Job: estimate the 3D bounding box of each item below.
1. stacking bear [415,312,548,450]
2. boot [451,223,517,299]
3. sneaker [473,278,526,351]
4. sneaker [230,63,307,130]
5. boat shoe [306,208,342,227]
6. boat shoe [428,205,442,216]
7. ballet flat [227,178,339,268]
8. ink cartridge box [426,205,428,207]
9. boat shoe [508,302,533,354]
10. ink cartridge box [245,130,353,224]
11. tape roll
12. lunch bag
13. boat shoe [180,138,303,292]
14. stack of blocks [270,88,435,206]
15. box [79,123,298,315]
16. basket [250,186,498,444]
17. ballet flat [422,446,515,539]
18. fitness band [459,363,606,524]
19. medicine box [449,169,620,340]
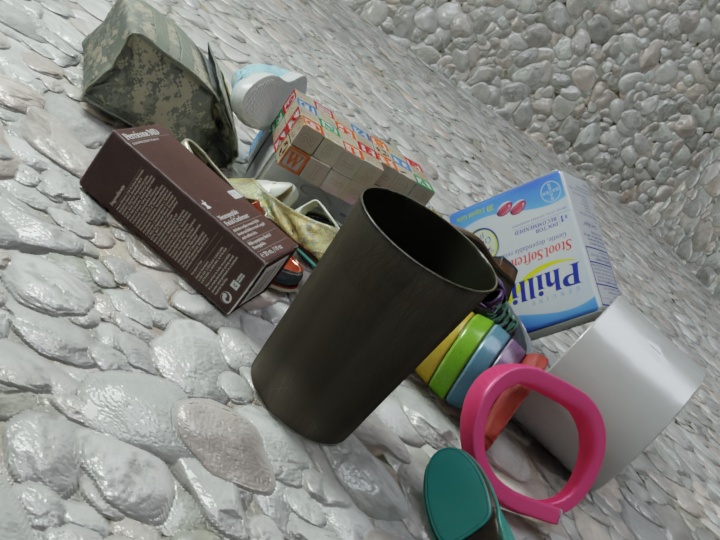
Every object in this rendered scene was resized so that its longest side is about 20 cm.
[{"bbox_3d":[0.100,0.089,1.095,0.200,0.122,0.114,35,20,10],"label":"stacking bear"},{"bbox_3d":[0.118,0.009,1.193,0.200,0.097,0.075,28,-21,-34],"label":"boot"},{"bbox_3d":[0.151,0.053,1.144,0.200,0.074,0.087,50,-13,-27],"label":"sneaker"},{"bbox_3d":[-0.136,-0.224,1.221,0.082,0.074,0.200,16,15,12],"label":"sneaker"},{"bbox_3d":[0.001,-0.002,1.154,0.199,0.075,0.066,38,21,-4],"label":"boat shoe"},{"bbox_3d":[0.096,-0.061,1.458,0.200,0.074,0.076,46,20,19],"label":"boat shoe"},{"bbox_3d":[-0.080,-0.063,1.100,0.200,0.071,0.071,37,16,30],"label":"ballet flat"},{"bbox_3d":[0.107,0.012,1.285,0.095,0.037,0.201,-61,129,-79],"label":"ink cartridge box"},{"bbox_3d":[0.181,0.071,1.288,0.057,0.068,0.201,51,18,-71],"label":"boat shoe"},{"bbox_3d":[-0.071,-0.121,1.265,0.146,0.086,0.200,32,22,-17],"label":"ink cartridge box"},{"bbox_3d":[0.299,0.150,1.174,0.139,0.203,0.203,44,20,12],"label":"tape roll"},{"bbox_3d":[-0.227,-0.223,1.167,0.200,0.118,0.164,35,19,-32],"label":"lunch bag"},{"bbox_3d":[-0.135,-0.057,1.044,0.200,0.063,0.071,42,17,2],"label":"boat shoe"},{"bbox_3d":[-0.008,-0.130,1.177,0.199,0.059,0.115,28,22,-24],"label":"stack of blocks"},{"bbox_3d":[-0.168,-0.055,0.963,0.200,0.075,0.100,39,19,4],"label":"box"},{"bbox_3d":[0.002,0.046,0.855,0.136,0.200,0.180,46,19,21],"label":"basket"},{"bbox_3d":[0.108,0.245,0.839,0.070,0.067,0.200,56,6,-38],"label":"ballet flat"},{"bbox_3d":[0.178,0.177,0.987,0.200,0.144,0.037,28,-14,-32],"label":"fitness band"},{"bbox_3d":[0.244,-0.011,1.350,0.103,0.182,0.201,10,63,-56],"label":"medicine box"}]
